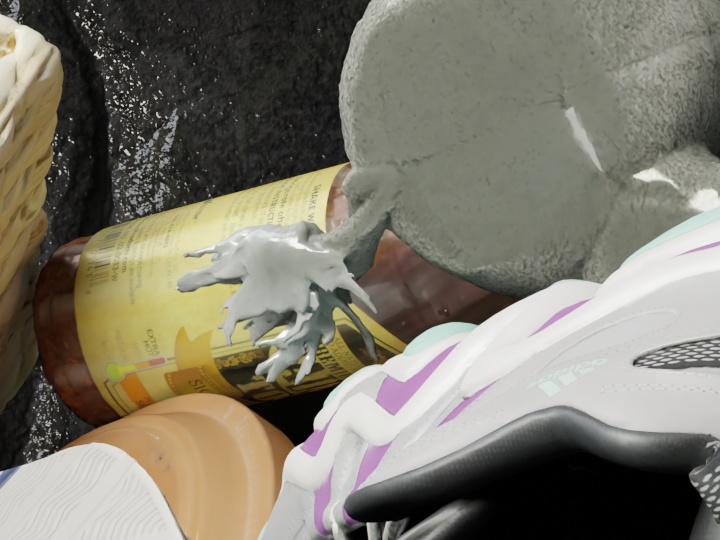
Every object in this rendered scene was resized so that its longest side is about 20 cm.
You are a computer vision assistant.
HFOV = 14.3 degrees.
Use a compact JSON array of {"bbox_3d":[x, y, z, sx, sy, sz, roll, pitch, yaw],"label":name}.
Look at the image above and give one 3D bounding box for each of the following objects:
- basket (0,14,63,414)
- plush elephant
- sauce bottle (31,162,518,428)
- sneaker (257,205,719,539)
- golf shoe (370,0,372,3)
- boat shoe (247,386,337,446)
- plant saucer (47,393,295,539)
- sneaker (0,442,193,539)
[{"bbox_3d":[-0.198,0.017,0.825,0.198,0.161,0.200,104,-169,-57],"label":"basket"},{"bbox_3d":[0.069,-0.040,0.702,0.200,0.165,0.155,-29,-4,25],"label":"plush elephant"},{"bbox_3d":[0.000,0.000,0.836,0.200,0.066,0.066,-14,13,29],"label":"sauce bottle"},{"bbox_3d":[0.016,0.060,0.578,0.200,0.078,0.140,-38,0,42],"label":"sneaker"},{"bbox_3d":[0.080,-0.072,0.901,0.073,0.200,0.092,5,80,47],"label":"golf shoe"},{"bbox_3d":[-0.054,0.096,0.880,0.200,0.072,0.068,-57,4,-18],"label":"boat shoe"},{"bbox_3d":[-0.092,0.117,0.791,0.200,0.032,0.200,-40,26,25],"label":"plant saucer"},{"bbox_3d":[-0.062,0.104,0.639,0.081,0.115,0.199,-48,21,-19],"label":"sneaker"}]
